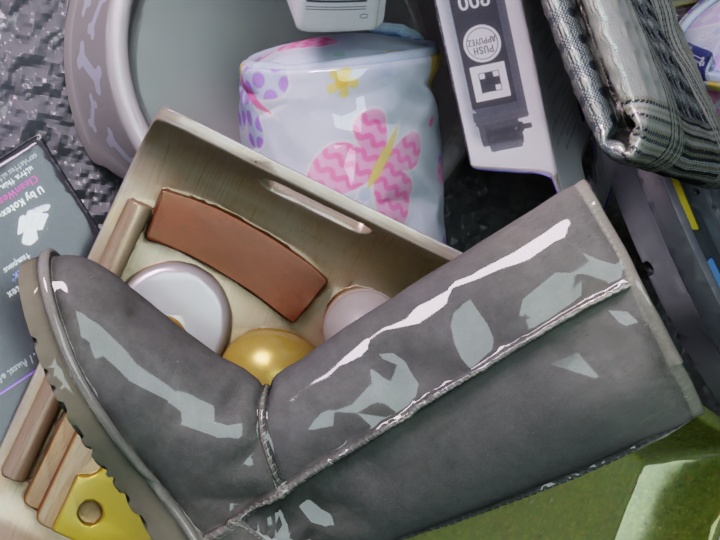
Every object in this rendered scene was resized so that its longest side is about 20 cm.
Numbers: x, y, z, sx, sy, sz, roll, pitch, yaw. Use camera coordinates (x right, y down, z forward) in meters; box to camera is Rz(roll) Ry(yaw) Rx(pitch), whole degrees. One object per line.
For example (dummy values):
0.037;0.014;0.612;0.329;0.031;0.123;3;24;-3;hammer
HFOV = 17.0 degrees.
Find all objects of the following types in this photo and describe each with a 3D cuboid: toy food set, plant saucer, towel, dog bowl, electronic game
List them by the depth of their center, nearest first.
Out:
-0.055;0.058;0.934;0.143;0.060;0.201;25;92;-9;toy food set
0.096;-0.130;0.944;0.034;0.192;0.201;-24;80;18;towel
0.062;0.127;0.995;0.199;0.048;0.201;30;80;-46;plant saucer
0.155;-0.012;1.067;0.041;0.200;0.201;-26;94;15;electronic game
-0.032;-0.097;1.088;0.199;0.059;0.201;0;88;-13;dog bowl

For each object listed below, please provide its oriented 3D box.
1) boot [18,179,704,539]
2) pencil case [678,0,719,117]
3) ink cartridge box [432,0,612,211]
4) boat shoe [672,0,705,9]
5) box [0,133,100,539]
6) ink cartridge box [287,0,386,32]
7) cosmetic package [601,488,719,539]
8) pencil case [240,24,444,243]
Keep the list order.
0.000;0.026;0.871;0.199;0.073;0.182;-30;108;11;boot
0.214;-0.048;1.090;0.083;0.091;0.200;-43;128;-13;pencil case
0.069;-0.114;1.039;0.043;0.198;0.201;-11;105;14;ink cartridge box
0.176;-0.157;1.122;0.199;0.065;0.072;-17;59;-44;boat shoe
-0.129;0.057;1.021;0.106;0.122;0.201;-33;95;-10;box
-0.022;-0.231;0.963;0.043;0.200;0.197;-5;129;-15;ink cartridge box
0.164;0.173;1.115;0.199;0.071;0.106;24;83;-12;cosmetic package
0.000;0.000;1.014;0.090;0.083;0.201;-12;104;-28;pencil case
